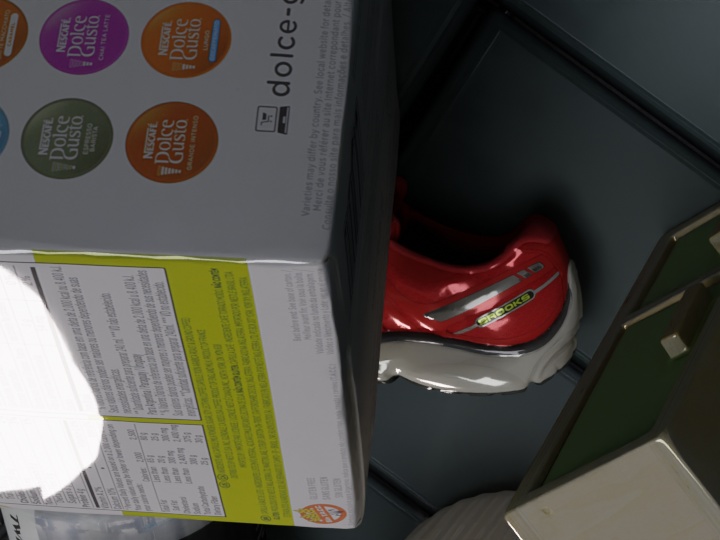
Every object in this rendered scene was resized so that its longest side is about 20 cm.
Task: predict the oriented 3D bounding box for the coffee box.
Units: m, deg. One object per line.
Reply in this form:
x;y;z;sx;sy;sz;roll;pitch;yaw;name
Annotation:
-0.092;-0.041;0.767;0.196;0.201;0.201;2;150;5;coffee box

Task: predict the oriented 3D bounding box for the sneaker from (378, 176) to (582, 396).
0.000;0.000;0.905;0.198;0.077;0.086;1;109;18;sneaker

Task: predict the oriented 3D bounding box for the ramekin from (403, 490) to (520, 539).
0.079;0.197;0.956;0.198;0.105;0.202;13;124;20;ramekin

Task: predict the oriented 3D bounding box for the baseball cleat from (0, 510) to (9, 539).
-0.228;0.116;1.068;0.199;0.070;0.106;38;159;1;baseball cleat

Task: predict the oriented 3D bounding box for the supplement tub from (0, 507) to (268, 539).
-0.100;0.161;1.013;0.121;0.123;0.202;4;120;24;supplement tub

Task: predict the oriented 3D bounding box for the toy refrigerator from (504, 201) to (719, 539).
0.128;0.041;0.772;0.076;0.200;0.070;-32;102;38;toy refrigerator
